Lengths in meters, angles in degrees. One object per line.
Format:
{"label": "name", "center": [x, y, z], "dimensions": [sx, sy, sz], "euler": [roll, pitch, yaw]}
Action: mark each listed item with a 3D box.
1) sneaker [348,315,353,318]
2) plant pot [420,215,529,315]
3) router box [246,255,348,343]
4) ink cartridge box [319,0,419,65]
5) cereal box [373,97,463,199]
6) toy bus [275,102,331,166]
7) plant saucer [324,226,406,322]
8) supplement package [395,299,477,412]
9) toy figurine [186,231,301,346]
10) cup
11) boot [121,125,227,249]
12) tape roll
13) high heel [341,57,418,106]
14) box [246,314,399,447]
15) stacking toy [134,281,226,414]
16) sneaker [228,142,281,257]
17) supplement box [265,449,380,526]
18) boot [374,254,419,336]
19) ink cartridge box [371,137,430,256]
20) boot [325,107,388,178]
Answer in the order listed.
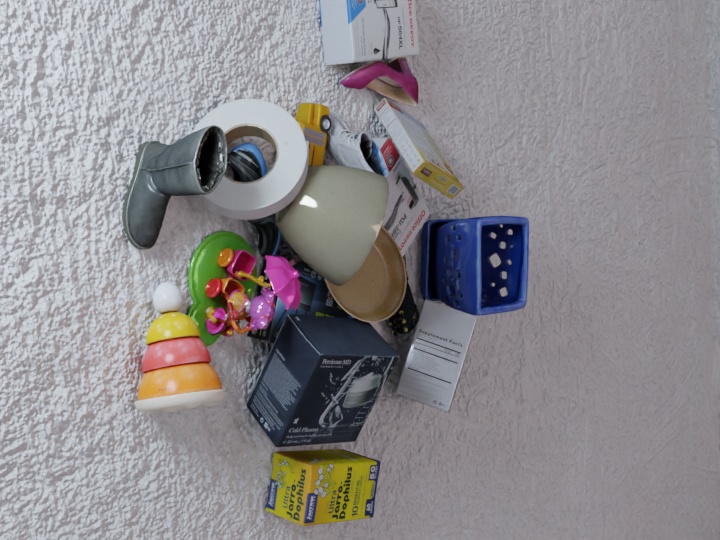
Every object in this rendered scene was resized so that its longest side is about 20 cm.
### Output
{"label": "sneaker", "center": [-0.017, 0.180, 1.735], "dimensions": [0.088, 0.077, 0.205], "euler": [-20, 110, -47]}
{"label": "plant pot", "center": [0.240, -0.018, 1.923], "dimensions": [0.198, 0.177, 0.206], "euler": [-6, 99, -48]}
{"label": "router box", "center": [-0.105, 0.067, 1.633], "dimensions": [0.198, 0.061, 0.154], "euler": [18, 82, -48]}
{"label": "ink cartridge box", "center": [0.018, -0.475, 1.690], "dimensions": [0.198, 0.083, 0.150], "euler": [-21, 110, -44]}
{"label": "cereal box", "center": [0.115, -0.243, 1.765], "dimensions": [0.039, 0.202, 0.143], "euler": [-43, 141, 20]}
{"label": "toy bus", "center": [-0.109, -0.199, 1.596], "dimensions": [0.077, 0.064, 0.205], "euler": [9, 88, -46]}
{"label": "plant saucer", "center": [0.000, 0.000, 1.655], "dimensions": [0.197, 0.035, 0.205], "euler": [13, 67, -35]}
{"label": "supplement package", "center": [0.160, 0.181, 1.862], "dimensions": [0.121, 0.117, 0.204], "euler": [56, 52, -79]}
{"label": "toy figurine", "center": [-0.181, 0.041, 1.456], "dimensions": [0.150, 0.181, 0.204], "euler": [37, 68, -43]}
{"label": "cup", "center": [-0.062, -0.095, 1.500], "dimensions": [0.141, 0.200, 0.205], "euler": [23, 76, -19]}
{"label": "boot", "center": [-0.273, -0.119, 1.320], "dimensions": [0.072, 0.197, 0.187], "euler": [4, 92, -47]}
{"label": "tape roll", "center": [-0.181, -0.181, 1.431], "dimensions": [0.037, 0.199, 0.206], "euler": [90, 24, -68]}
{"label": "high heel", "center": [0.042, -0.353, 1.732], "dimensions": [0.199, 0.066, 0.098], "euler": [-25, 96, -50]}
{"label": "box", "center": [-0.068, 0.195, 1.584], "dimensions": [0.197, 0.124, 0.200], "euler": [5, 117, -44]}
{"label": "stacking toy", "center": [-0.291, 0.118, 1.405], "dimensions": [0.144, 0.144, 0.205], "euler": [2, 78, -48]}
{"label": "sneaker", "center": [-0.189, -0.115, 1.525], "dimensions": [0.081, 0.070, 0.204], "euler": [-24, 115, -22]}
{"label": "supplement box", "center": [-0.068, 0.406, 1.681], "dimensions": [0.198, 0.108, 0.112], "euler": [10, 88, -48]}
{"label": "boot", "center": [0.063, 0.074, 1.792], "dimensions": [0.205, 0.072, 0.156], "euler": [-60, 139, -52]}
{"label": "ink cartridge box", "center": [0.040, -0.137, 1.756], "dimensions": [0.148, 0.082, 0.201], "euler": [-56, 131, -28]}
{"label": "boot", "center": [-0.012, -0.230, 1.615], "dimensions": [0.073, 0.096, 0.202], "euler": [-25, 78, -33]}
